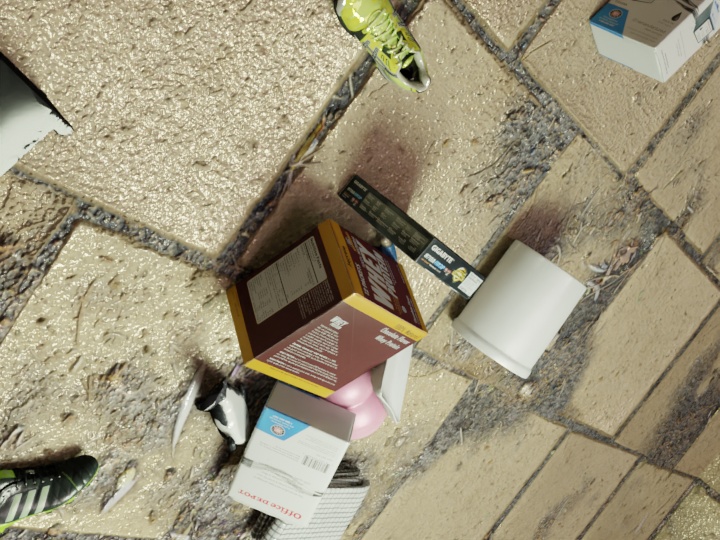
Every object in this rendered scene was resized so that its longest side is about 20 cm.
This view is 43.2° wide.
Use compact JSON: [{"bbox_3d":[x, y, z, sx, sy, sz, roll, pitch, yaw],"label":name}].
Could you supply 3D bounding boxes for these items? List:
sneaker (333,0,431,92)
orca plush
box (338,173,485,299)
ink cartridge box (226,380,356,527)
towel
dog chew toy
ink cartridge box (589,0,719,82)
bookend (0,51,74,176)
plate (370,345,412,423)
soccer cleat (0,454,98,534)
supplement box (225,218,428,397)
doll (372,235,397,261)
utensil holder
[{"bbox_3d":[0.038,-0.313,1.210,0.075,0.076,0.200,-48,139,3],"label":"sneaker"},{"bbox_3d":[-0.223,0.221,1.398,0.200,0.071,0.105,68,24,-74],"label":"orca plush"},{"bbox_3d":[0.076,-0.050,1.353,0.046,0.200,0.159,-51,139,4],"label":"box"},{"bbox_3d":[-0.113,0.301,1.482,0.145,0.084,0.200,24,118,-3],"label":"ink cartridge box"},{"bbox_3d":[-0.095,0.436,1.676,0.200,0.086,0.166,13,113,-48],"label":"towel"},{"bbox_3d":[-0.026,0.188,1.519,0.125,0.125,0.200,-31,128,-19],"label":"dog chew toy"},{"bbox_3d":[0.498,-0.421,1.477,0.200,0.146,0.086,-45,138,-5],"label":"ink cartridge box"},{"bbox_3d":[-0.435,-0.154,0.904,0.199,0.092,0.200,-44,141,-3],"label":"bookend"},{"bbox_3d":[0.053,0.129,1.473,0.200,0.032,0.200,66,34,-66],"label":"plate"},{"bbox_3d":[-0.463,0.302,1.262,0.200,0.068,0.081,-26,122,-24],"label":"soccer cleat"},{"bbox_3d":[-0.048,0.062,1.331,0.200,0.133,0.197,-34,144,20],"label":"supplement box"},{"bbox_3d":[0.000,0.000,1.441,0.200,0.048,0.136,20,107,-45],"label":"doll"},{"bbox_3d":[0.290,0.067,1.665,0.170,0.170,0.200,29,97,-49],"label":"utensil holder"}]
